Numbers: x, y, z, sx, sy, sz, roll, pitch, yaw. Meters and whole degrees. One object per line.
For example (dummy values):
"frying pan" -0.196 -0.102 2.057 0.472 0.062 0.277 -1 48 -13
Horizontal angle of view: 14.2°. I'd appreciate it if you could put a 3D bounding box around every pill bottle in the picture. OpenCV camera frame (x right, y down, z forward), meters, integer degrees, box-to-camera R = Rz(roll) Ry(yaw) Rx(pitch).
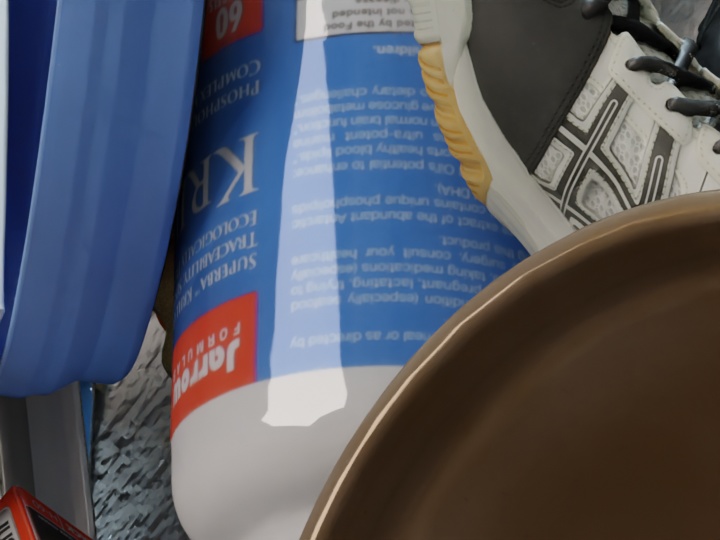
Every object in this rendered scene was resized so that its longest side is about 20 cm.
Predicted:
"pill bottle" 0.007 0.018 0.740 0.112 0.112 0.201 -23 56 38

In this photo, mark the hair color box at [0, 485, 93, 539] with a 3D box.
"hair color box" -0.121 0.167 0.794 0.200 0.101 0.061 -45 30 8

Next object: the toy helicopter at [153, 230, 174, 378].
"toy helicopter" 0.000 0.000 0.861 0.132 0.079 0.200 -39 43 3

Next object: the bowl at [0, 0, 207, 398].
"bowl" -0.073 -0.063 0.790 0.201 0.039 0.201 -174 90 -79

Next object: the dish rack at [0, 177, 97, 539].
"dish rack" -0.155 0.075 0.911 0.200 0.043 0.172 -37 52 43

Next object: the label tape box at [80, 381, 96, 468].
"label tape box" -0.157 0.013 1.039 0.144 0.063 0.200 -32 35 30

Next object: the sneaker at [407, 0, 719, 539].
"sneaker" 0.078 -0.022 0.680 0.087 0.201 0.076 -17 8 31

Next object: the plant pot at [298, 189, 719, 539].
"plant pot" 0.081 0.092 0.599 0.200 0.093 0.201 -23 53 33

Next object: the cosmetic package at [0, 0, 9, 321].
"cosmetic package" -0.132 -0.027 0.818 0.200 0.050 0.083 -98 26 -51

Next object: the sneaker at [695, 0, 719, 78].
"sneaker" 0.107 -0.071 0.771 0.112 0.073 0.200 -34 36 23
